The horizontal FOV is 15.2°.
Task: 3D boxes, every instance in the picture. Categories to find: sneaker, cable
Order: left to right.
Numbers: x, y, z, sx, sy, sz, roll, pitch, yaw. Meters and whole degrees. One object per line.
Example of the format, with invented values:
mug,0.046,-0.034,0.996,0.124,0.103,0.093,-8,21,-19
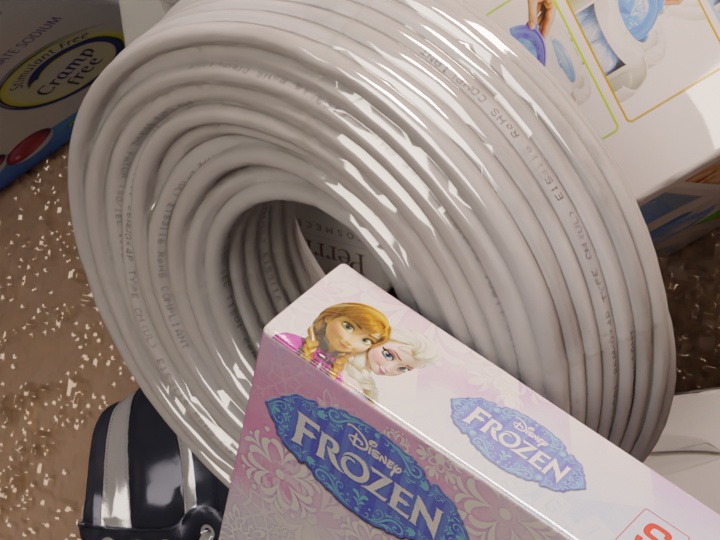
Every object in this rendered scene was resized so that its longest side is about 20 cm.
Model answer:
sneaker,-0.028,0.113,0.947,0.108,0.070,0.200,-30,68,19
cable,0.000,0.000,0.825,0.200,0.069,0.200,18,128,36

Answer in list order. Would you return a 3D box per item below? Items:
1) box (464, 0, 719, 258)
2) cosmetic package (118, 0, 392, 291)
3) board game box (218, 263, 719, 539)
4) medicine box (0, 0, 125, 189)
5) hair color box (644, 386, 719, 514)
box,0.133,-0.093,0.842,0.200,0.112,0.101,-31,76,26
cosmetic package,-0.023,-0.098,0.893,0.102,0.074,0.200,15,130,26
board game box,0.044,0.127,0.792,0.200,0.041,0.200,33,136,20
medicine box,-0.183,-0.091,0.963,0.182,0.200,0.103,-33,74,24
hair color box,0.097,0.141,0.885,0.111,0.064,0.200,-9,86,30
